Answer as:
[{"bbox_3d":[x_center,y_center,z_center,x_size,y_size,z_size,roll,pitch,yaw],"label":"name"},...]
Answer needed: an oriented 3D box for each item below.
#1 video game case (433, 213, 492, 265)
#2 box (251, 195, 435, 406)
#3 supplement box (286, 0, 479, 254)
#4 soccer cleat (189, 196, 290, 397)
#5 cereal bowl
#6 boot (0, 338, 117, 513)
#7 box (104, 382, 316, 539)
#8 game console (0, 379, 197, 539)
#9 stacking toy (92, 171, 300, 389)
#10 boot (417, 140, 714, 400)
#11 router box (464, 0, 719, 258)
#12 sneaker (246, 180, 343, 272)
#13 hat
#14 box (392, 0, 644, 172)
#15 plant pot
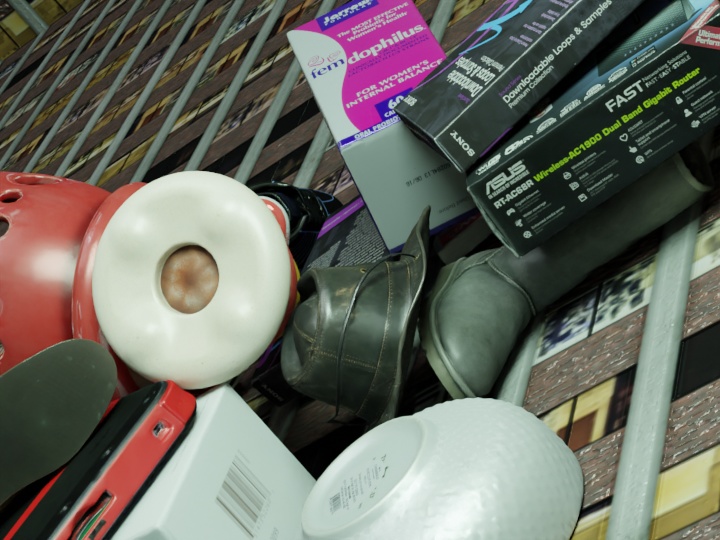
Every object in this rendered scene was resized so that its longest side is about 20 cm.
[{"bbox_3d":[0.105,-0.083,1.709,0.143,0.017,0.200,-39,19,7],"label":"video game case"},{"bbox_3d":[0.000,0.000,1.650,0.143,0.036,0.200,-35,21,41],"label":"box"},{"bbox_3d":[0.025,-0.118,1.608,0.101,0.104,0.200,-26,32,1],"label":"supplement box"},{"bbox_3d":[-0.097,0.024,1.694,0.085,0.068,0.201,-30,-34,-58],"label":"soccer cleat"},{"bbox_3d":[0.028,0.145,1.249,0.200,0.083,0.200,-36,20,15],"label":"cereal bowl"},{"bbox_3d":[-0.242,0.122,1.466,0.200,0.074,0.075,-47,4,-2],"label":"boot"},{"bbox_3d":[-0.148,0.193,1.454,0.200,0.106,0.152,-30,22,32],"label":"box"},{"bbox_3d":[-0.201,0.160,1.433,0.177,0.031,0.200,-26,23,53],"label":"game console"},{"bbox_3d":[-0.085,0.013,1.529,0.146,0.146,0.200,-37,-17,15],"label":"stacking toy"},{"bbox_3d":[0.137,-0.007,1.415,0.199,0.073,0.182,-27,24,20],"label":"boot"},{"bbox_3d":[0.161,-0.109,1.406,0.200,0.062,0.150,-34,16,13],"label":"router box"},{"bbox_3d":[-0.062,-0.038,1.772,0.078,0.070,0.200,-38,-10,36],"label":"sneaker"},{"bbox_3d":[-0.009,0.042,1.427,0.201,0.081,0.202,-169,90,-87],"label":"hat"},{"bbox_3d":[0.114,-0.154,1.426,0.200,0.036,0.143,-45,15,1],"label":"box"},{"bbox_3d":[-0.220,0.029,1.600,0.182,0.201,0.201,3,40,24],"label":"plant pot"}]
